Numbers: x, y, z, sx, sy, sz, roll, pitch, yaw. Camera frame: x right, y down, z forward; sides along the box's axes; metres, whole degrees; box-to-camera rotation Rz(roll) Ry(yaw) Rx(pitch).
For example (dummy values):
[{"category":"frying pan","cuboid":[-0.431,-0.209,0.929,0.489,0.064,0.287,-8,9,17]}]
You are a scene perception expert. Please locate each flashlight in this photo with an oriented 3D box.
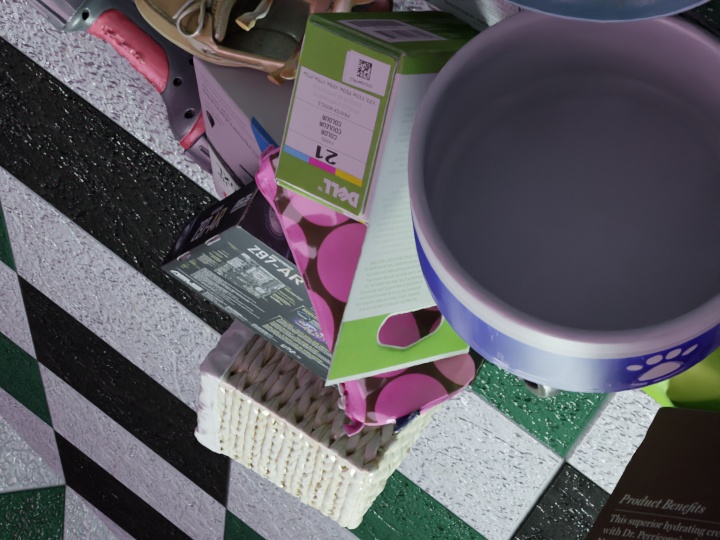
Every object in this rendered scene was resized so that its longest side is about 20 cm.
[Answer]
[{"category":"flashlight","cuboid":[-0.169,-0.161,1.451,0.200,0.068,0.068,39,-165,-12]}]

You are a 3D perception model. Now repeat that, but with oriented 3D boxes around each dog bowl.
[{"category":"dog bowl","cuboid":[0.125,-0.040,0.998,0.200,0.200,0.079,33,162,17]}]

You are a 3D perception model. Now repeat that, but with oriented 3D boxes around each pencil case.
[{"category":"pencil case","cuboid":[0.000,0.000,1.190,0.091,0.093,0.201,-66,-44,-85]}]

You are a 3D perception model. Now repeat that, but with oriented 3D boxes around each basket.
[{"category":"basket","cuboid":[-0.015,0.078,1.509,0.160,0.199,0.200,34,159,8]}]

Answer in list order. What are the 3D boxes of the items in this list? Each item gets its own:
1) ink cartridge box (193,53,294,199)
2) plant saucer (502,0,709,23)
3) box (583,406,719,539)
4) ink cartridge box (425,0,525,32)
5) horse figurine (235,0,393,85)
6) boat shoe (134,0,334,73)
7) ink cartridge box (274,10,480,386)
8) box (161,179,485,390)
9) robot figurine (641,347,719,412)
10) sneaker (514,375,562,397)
[{"category":"ink cartridge box","cuboid":[-0.040,-0.076,1.346,0.145,0.084,0.200,49,165,20]},{"category":"plant saucer","cuboid":[0.100,-0.195,0.884,0.199,0.028,0.201,14,148,9]},{"category":"box","cuboid":[0.221,0.206,1.036,0.165,0.200,0.164,2,139,51]},{"category":"ink cartridge box","cuboid":[0.059,-0.203,1.004,0.119,0.042,0.200,32,161,20]},{"category":"horse figurine","cuboid":[-0.020,-0.180,1.105,0.050,0.133,0.200,37,173,30]},{"category":"boat shoe","cuboid":[-0.062,-0.163,1.231,0.200,0.073,0.063,28,174,14]},{"category":"ink cartridge box","cuboid":[0.020,-0.046,1.111,0.076,0.147,0.201,26,112,33]},{"category":"box","cuboid":[-0.026,0.022,1.308,0.199,0.044,0.160,35,158,-14]},{"category":"robot figurine","cuboid":[0.205,0.027,1.119,0.200,0.116,0.175,40,167,-1]},{"category":"sneaker","cuboid":[0.103,-0.003,1.317,0.200,0.079,0.075,54,172,23]}]
